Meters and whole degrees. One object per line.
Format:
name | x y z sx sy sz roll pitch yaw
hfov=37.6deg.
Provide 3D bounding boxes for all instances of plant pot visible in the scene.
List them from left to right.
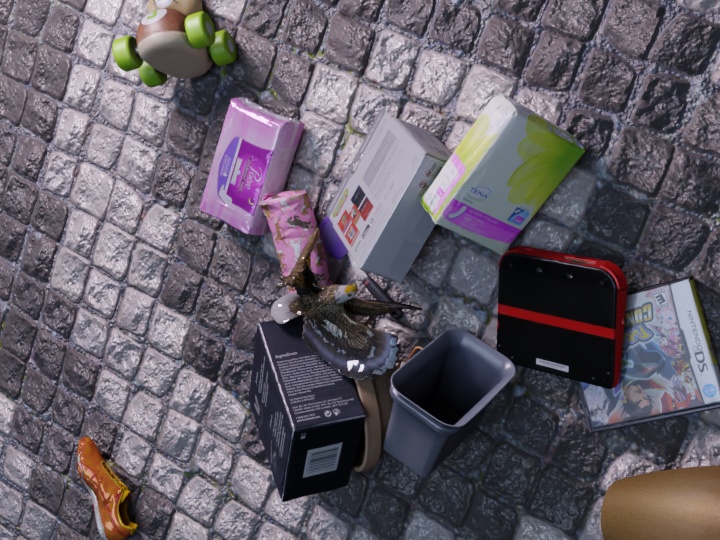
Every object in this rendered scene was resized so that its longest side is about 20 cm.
plant pot | 0.017 0.201 1.627 0.092 0.201 0.203 -9 90 -16
plant pot | 0.430 0.340 1.411 0.199 0.185 0.189 2 96 40

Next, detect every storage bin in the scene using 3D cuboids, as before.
storage bin | 0.111 0.195 1.544 0.145 0.200 0.135 33 127 20

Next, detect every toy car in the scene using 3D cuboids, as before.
toy car | -0.313 -0.429 1.743 0.163 0.158 0.202 -13 77 16

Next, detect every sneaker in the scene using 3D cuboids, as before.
sneaker | -0.466 0.398 1.953 0.077 0.073 0.202 -23 88 6

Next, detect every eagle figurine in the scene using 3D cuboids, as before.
eagle figurine | -0.026 0.058 1.556 0.200 0.151 0.152 39 87 -13

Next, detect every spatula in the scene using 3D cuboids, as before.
spatula | 0.000 0.000 1.680 0.201 0.020 0.057 52 121 13

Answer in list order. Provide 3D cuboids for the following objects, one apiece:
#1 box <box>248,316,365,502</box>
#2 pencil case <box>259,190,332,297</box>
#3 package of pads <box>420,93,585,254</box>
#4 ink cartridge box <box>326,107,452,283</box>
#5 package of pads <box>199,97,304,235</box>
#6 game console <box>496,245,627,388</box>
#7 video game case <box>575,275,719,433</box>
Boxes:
box | -0.087 0.206 1.609 0.198 0.116 0.201 103 151 -48
pencil case | -0.100 -0.029 1.683 0.086 0.083 0.202 -13 98 1
package of pads | 0.195 -0.134 1.487 0.201 0.154 0.068 -54 37 20
ink cartridge box | 0.048 -0.117 1.591 0.201 0.083 0.176 -60 34 20
package of pads | -0.177 -0.170 1.727 0.120 0.075 0.202 26 106 25
game console | 0.283 0.063 1.509 0.199 0.031 0.179 12 111 39
video game case | 0.392 0.120 1.481 0.198 0.025 0.183 -17 87 29
